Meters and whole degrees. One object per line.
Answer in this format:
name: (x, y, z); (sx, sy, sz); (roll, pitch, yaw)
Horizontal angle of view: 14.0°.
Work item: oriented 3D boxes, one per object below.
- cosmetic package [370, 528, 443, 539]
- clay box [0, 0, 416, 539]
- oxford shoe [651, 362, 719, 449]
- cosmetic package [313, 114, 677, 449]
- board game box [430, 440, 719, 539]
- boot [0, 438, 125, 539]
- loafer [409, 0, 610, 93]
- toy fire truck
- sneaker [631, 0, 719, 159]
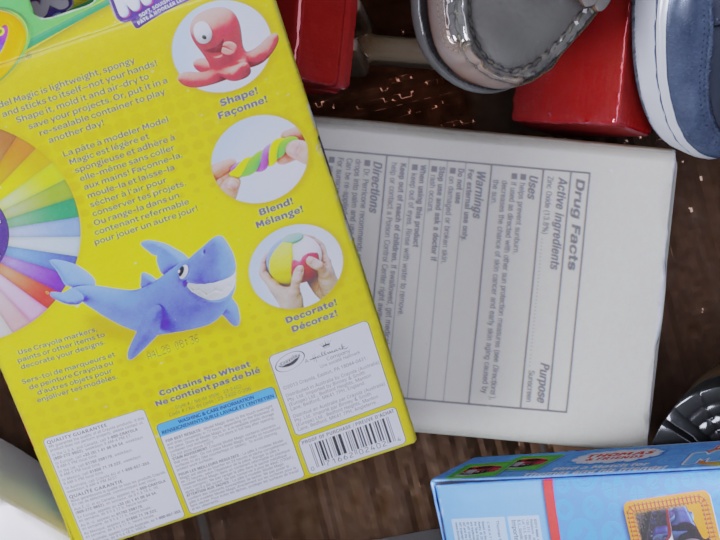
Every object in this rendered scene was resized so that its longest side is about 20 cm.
cosmetic package: (-0.059, 0.152, 0.988); (0.199, 0.074, 0.102); (-9, 92, -1)
clay box: (-0.065, -0.019, 0.881); (0.114, 0.048, 0.201); (-18, 122, -1)
oxford shoe: (0.111, 0.119, 0.996); (0.072, 0.084, 0.201); (24, 111, 6)
cosmetic package: (0.000, 0.000, 0.987); (0.199, 0.071, 0.106); (7, 92, -3)
board game box: (0.127, 0.128, 0.912); (0.199, 0.037, 0.152); (-6, 99, 34)
boot: (-0.177, 0.082, 0.974); (0.200, 0.073, 0.091); (28, 96, 17)
loafer: (0.077, -0.148, 0.897); (0.072, 0.063, 0.201); (28, 81, -28)
toy fire truck: (-0.017, -0.079, 0.970); (0.199, 0.141, 0.049); (5, 88, 36)
sneaker: (0.168, -0.108, 0.891); (0.077, 0.146, 0.203); (4, 113, -42)
